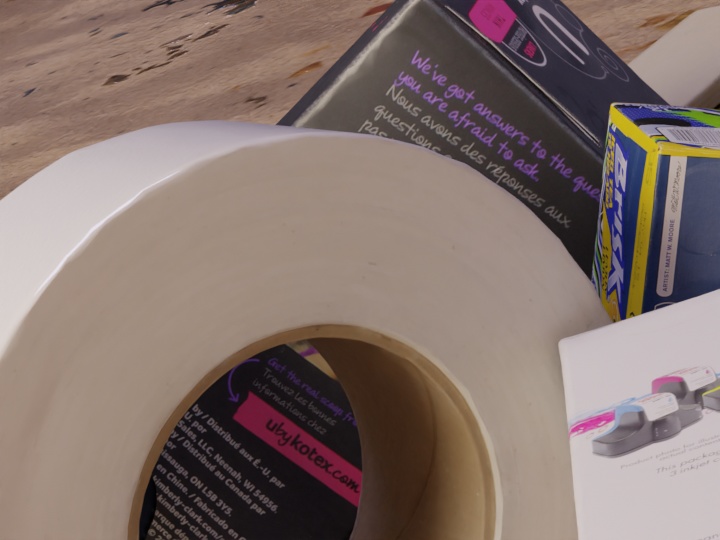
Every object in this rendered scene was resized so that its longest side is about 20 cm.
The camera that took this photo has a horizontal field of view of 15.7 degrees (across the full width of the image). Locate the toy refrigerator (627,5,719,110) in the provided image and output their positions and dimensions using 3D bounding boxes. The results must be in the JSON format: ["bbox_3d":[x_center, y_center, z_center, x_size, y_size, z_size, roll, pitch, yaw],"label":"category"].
[{"bbox_3d":[0.124,-0.036,1.016,0.070,0.076,0.200,-6,22,40],"label":"toy refrigerator"}]

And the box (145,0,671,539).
[{"bbox_3d":[0.000,0.000,0.851,0.200,0.106,0.122,-45,5,19],"label":"box"}]

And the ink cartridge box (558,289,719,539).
[{"bbox_3d":[0.097,0.077,0.630,0.068,0.115,0.200,-17,17,8],"label":"ink cartridge box"}]

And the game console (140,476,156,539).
[{"bbox_3d":[-0.131,0.069,0.699,0.118,0.171,0.200,-38,22,46],"label":"game console"}]

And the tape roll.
[{"bbox_3d":[-0.027,0.063,0.677,0.202,0.203,0.071,-29,19,-24],"label":"tape roll"}]

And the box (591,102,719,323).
[{"bbox_3d":[0.170,-0.005,0.749,0.200,0.070,0.064,3,14,-8],"label":"box"}]
